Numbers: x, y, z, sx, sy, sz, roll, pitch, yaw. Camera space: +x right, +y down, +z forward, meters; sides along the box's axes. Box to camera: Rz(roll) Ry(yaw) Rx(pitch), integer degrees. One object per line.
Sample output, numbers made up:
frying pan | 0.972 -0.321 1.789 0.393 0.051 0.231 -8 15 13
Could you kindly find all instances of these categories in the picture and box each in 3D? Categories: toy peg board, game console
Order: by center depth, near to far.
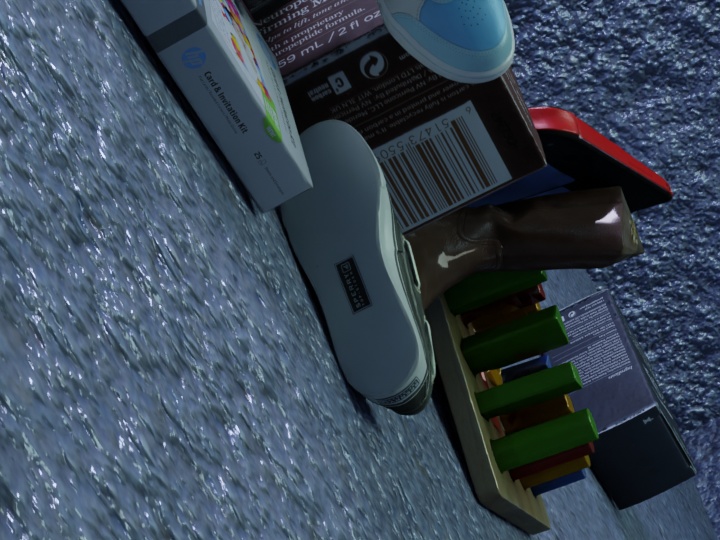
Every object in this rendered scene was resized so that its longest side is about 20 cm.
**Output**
game console | 0.118 -0.062 1.758 0.177 0.199 0.031 30 53 -44
toy peg board | 0.132 0.089 1.785 0.199 0.097 0.201 40 32 -68

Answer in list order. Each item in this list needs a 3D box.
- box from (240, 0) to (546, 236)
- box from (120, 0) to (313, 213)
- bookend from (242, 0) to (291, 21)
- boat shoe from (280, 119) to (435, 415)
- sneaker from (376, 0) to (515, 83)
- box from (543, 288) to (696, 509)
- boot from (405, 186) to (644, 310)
box | 0.015 -0.149 1.637 0.165 0.165 0.200 58 10 -33
box | -0.101 -0.153 1.381 0.200 0.041 0.156 58 9 -37
bookend | -0.075 -0.260 1.545 0.201 0.092 0.199 59 1 9
boat shoe | 0.000 0.000 1.457 0.064 0.070 0.201 44 30 -64
sneaker | 0.041 -0.223 1.447 0.200 0.079 0.131 59 -14 16
box | 0.295 0.149 2.621 0.148 0.104 0.200 56 12 -41
boot | 0.115 -0.009 1.664 0.187 0.199 0.064 -87 177 -58
